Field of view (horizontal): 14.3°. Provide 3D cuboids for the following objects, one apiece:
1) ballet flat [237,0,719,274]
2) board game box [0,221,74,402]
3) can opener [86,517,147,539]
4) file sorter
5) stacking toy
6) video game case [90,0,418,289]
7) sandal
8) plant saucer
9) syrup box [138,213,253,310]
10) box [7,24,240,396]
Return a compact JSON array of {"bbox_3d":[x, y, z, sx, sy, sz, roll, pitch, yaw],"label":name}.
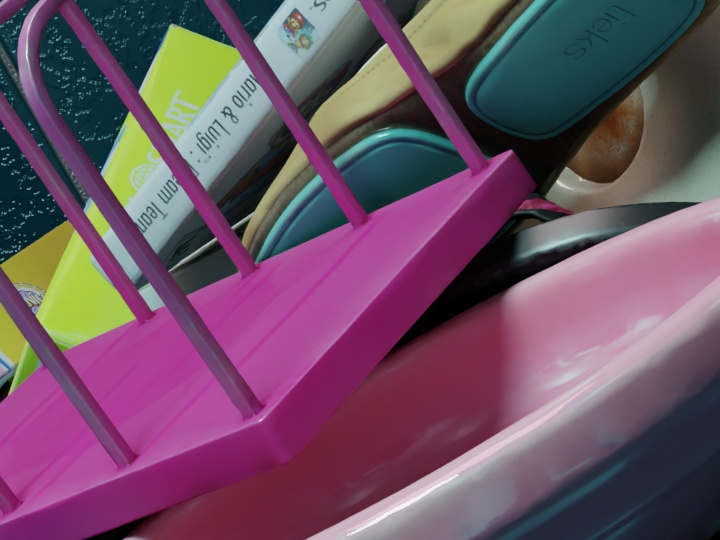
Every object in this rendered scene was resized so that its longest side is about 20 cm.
[{"bbox_3d":[0.035,-0.053,0.819,0.200,0.069,0.063,-40,33,39],"label":"ballet flat"},{"bbox_3d":[-0.180,0.073,1.184,0.153,0.040,0.200,-55,-5,23],"label":"board game box"},{"bbox_3d":[-0.100,0.092,0.854,0.067,0.054,0.200,1,13,11],"label":"can opener"},{"bbox_3d":[-0.086,-0.009,0.774,0.200,0.126,0.139,-23,16,40],"label":"file sorter"},{"bbox_3d":[0.125,-0.062,0.905,0.200,0.147,0.146,-14,-7,-44],"label":"stacking toy"},{"bbox_3d":[0.010,-0.087,0.973,0.182,0.024,0.200,-49,-7,36],"label":"video game case"},{"bbox_3d":[0.032,0.013,0.825,0.200,0.075,0.045,-28,48,43],"label":"sandal"},{"bbox_3d":[0.026,0.050,0.672,0.200,0.051,0.201,-31,5,3],"label":"plant saucer"},{"bbox_3d":[0.000,0.000,1.066,0.079,0.082,0.200,-27,5,22],"label":"syrup box"},{"bbox_3d":[-0.089,-0.001,1.110,0.200,0.048,0.122,-71,4,-46],"label":"box"}]
